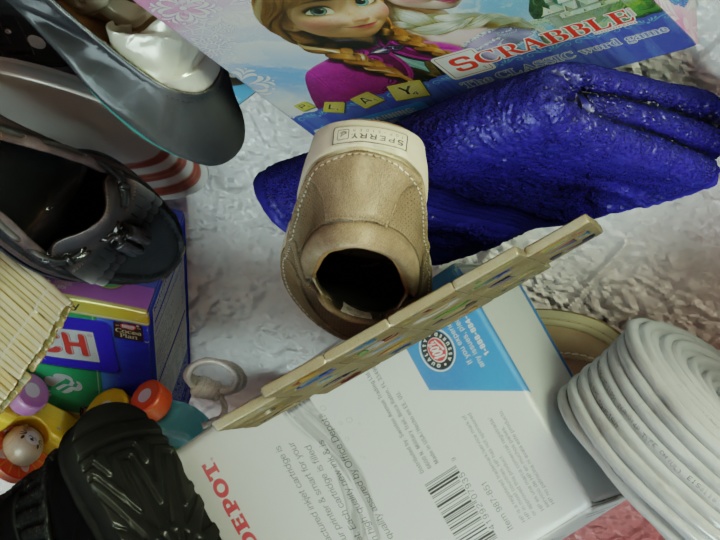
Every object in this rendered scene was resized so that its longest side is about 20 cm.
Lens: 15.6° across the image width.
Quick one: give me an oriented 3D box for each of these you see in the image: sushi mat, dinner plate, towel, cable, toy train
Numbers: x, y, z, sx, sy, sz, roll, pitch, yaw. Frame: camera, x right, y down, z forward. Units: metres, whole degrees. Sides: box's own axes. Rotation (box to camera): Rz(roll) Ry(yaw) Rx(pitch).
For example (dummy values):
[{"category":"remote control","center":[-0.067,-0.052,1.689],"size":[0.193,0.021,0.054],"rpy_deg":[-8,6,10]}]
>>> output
[{"category":"sushi mat","center":[-0.249,-0.007,1.402],"size":[0.200,0.012,0.096],"rpy_deg":[39,108,12]},{"category":"dinner plate","center":[-0.175,-0.079,1.377],"size":[0.200,0.024,0.200],"rpy_deg":[11,167,3]},{"category":"towel","center":[0.065,-0.045,1.266],"size":[0.147,0.050,0.200],"rpy_deg":[6,162,-45]},{"category":"cable","center":[0.195,0.106,1.339],"size":[0.200,0.200,0.069],"rpy_deg":[28,108,-37]},{"category":"toy train","center":[-0.168,0.079,1.455],"size":[0.199,0.056,0.150],"rpy_deg":[12,147,0]}]

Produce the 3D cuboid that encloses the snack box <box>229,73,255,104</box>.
[{"category":"snack box","center":[-0.051,-0.156,1.240],"size":[0.116,0.037,0.200],"rpy_deg":[33,143,-20]}]

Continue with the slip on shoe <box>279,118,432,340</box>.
[{"category":"slip on shoe","center":[0.000,0.000,1.240],"size":[0.076,0.061,0.200],"rpy_deg":[6,155,-3]}]

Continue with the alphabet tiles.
[{"category":"alphabet tiles","center":[0.025,0.026,1.255],"size":[0.200,0.166,0.006],"rpy_deg":[-30,84,7]}]

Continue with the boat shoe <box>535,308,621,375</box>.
[{"category":"boat shoe","center":[0.067,0.074,1.464],"size":[0.200,0.065,0.071],"rpy_deg":[-17,130,41]}]

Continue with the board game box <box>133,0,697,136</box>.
[{"category":"board game box","center":[0.018,-0.132,1.159],"size":[0.200,0.041,0.199],"rpy_deg":[-14,152,28]}]

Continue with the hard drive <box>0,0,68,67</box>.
[{"category":"hard drive","center":[-0.244,-0.163,1.329],"size":[0.199,0.038,0.140],"rpy_deg":[2,141,24]}]

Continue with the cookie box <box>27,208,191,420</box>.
[{"category":"cookie box","center":[-0.189,0.032,1.515],"size":[0.171,0.075,0.200],"rpy_deg":[11,147,6]}]

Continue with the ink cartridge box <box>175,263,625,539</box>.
[{"category":"ink cartridge box","center":[0.021,0.108,1.397],"size":[0.200,0.084,0.145],"rpy_deg":[-34,78,21]}]

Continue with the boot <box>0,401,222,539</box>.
[{"category":"boot","center":[-0.131,0.190,1.411],"size":[0.079,0.211,0.158],"rpy_deg":[-6,153,-40]}]

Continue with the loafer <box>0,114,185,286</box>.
[{"category":"loafer","center":[-0.157,-0.034,1.325],"size":[0.200,0.072,0.063],"rpy_deg":[30,180,-44]}]

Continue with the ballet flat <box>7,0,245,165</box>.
[{"category":"ballet flat","center":[-0.117,-0.126,1.224],"size":[0.200,0.073,0.073],"rpy_deg":[42,140,-19]}]
